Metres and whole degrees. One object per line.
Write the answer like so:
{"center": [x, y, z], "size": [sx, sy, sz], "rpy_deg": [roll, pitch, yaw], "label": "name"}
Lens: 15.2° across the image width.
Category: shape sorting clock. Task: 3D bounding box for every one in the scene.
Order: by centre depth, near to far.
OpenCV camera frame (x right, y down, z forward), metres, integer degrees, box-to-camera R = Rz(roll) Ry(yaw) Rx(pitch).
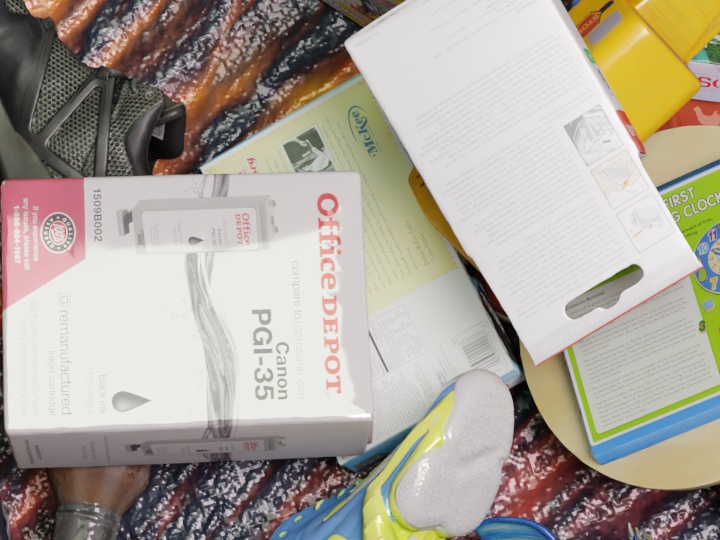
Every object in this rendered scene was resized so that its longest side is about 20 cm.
{"center": [0.175, 0.020, 1.461], "size": [0.199, 0.039, 0.202], "rpy_deg": [-6, 78, 31], "label": "shape sorting clock"}

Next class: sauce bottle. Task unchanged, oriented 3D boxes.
{"center": [-0.144, 0.084, 1.526], "size": [0.064, 0.065, 0.201], "rpy_deg": [7, 71, 4], "label": "sauce bottle"}

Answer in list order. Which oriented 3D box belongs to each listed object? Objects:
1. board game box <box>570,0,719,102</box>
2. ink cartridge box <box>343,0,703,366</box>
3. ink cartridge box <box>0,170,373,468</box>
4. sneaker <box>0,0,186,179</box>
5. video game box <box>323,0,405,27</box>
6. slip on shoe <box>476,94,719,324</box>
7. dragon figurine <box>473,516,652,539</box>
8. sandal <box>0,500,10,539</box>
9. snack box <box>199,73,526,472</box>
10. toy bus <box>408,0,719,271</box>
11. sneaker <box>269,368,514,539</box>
{"center": [0.228, -0.190, 1.594], "size": [0.198, 0.041, 0.201], "rpy_deg": [7, 61, 4], "label": "board game box"}
{"center": [0.088, -0.063, 1.430], "size": [0.109, 0.050, 0.201], "rpy_deg": [-31, 87, 10], "label": "ink cartridge box"}
{"center": [-0.094, 0.025, 1.472], "size": [0.198, 0.083, 0.148], "rpy_deg": [-2, 73, -4], "label": "ink cartridge box"}
{"center": [-0.170, -0.110, 1.587], "size": [0.114, 0.076, 0.200], "rpy_deg": [-20, 75, -6], "label": "sneaker"}
{"center": [-0.006, -0.204, 1.553], "size": [0.199, 0.182, 0.047], "rpy_deg": [35, 72, 12], "label": "video game box"}
{"center": [0.150, -0.045, 1.560], "size": [0.200, 0.061, 0.074], "rpy_deg": [-38, 73, -11], "label": "slip on shoe"}
{"center": [0.088, 0.173, 1.484], "size": [0.199, 0.059, 0.100], "rpy_deg": [10, 71, 36], "label": "dragon figurine"}
{"center": [-0.225, 0.157, 1.524], "size": [0.076, 0.043, 0.201], "rpy_deg": [-22, 82, 2], "label": "sandal"}
{"center": [0.000, 0.000, 1.549], "size": [0.116, 0.037, 0.201], "rpy_deg": [-29, 73, 9], "label": "snack box"}
{"center": [0.119, -0.092, 1.493], "size": [0.200, 0.078, 0.065], "rpy_deg": [-43, 114, 9], "label": "toy bus"}
{"center": [0.002, 0.134, 1.474], "size": [0.105, 0.076, 0.201], "rpy_deg": [21, 78, 40], "label": "sneaker"}
